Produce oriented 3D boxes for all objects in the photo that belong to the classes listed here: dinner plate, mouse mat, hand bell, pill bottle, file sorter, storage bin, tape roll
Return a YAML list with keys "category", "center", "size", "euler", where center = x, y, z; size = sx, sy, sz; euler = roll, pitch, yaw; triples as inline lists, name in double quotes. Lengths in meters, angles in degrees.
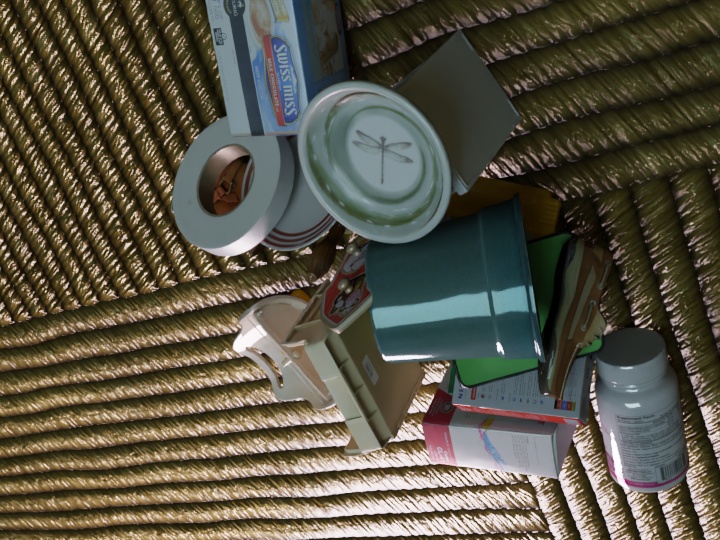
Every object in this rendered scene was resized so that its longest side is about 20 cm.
- category: "dinner plate"
  center: [-0.082, -0.123, 1.376]
  size: [0.197, 0.205, 0.024]
  euler: [-8, 158, 32]
- category: "mouse mat"
  center: [0.202, 0.051, 1.292]
  size: [0.196, 0.008, 0.164]
  euler: [-15, 87, 5]
- category: "hand bell"
  center: [-0.034, -0.052, 1.369]
  size: [0.102, 0.201, 0.106]
  euler: [13, 132, 14]
- category: "pill bottle"
  center: [0.381, 0.189, 1.362]
  size: [0.111, 0.114, 0.204]
  euler: [-2, 118, 28]
- category: "file sorter"
  center: [0.086, -0.176, 1.240]
  size: [0.124, 0.200, 0.140]
  euler: [-28, 105, 42]
- category: "storage bin"
  center: [-0.007, 0.136, 1.482]
  size: [0.092, 0.199, 0.203]
  euler: [-17, 111, 30]
- category: "tape roll"
  center: [-0.181, -0.121, 1.407]
  size: [0.199, 0.207, 0.037]
  euler: [-10, 159, 32]

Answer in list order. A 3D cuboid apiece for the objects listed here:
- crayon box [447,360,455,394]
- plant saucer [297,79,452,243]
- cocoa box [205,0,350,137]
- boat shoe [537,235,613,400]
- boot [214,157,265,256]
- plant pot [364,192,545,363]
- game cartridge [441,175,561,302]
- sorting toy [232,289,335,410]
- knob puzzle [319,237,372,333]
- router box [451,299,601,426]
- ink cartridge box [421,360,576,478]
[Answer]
- category: "crayon box"
  center: [0.214, 0.118, 1.401]
  size: [0.196, 0.130, 0.051]
  euler: [2, 164, 27]
- category: "plant saucer"
  center: [0.023, -0.129, 1.141]
  size: [0.197, 0.050, 0.203]
  euler: [18, 130, 23]
- category: "cocoa box"
  center: [-0.101, -0.287, 1.294]
  size: [0.129, 0.133, 0.204]
  euler: [2, 112, 26]
- category: "boat shoe"
  center: [0.271, 0.062, 1.245]
  size: [0.072, 0.076, 0.204]
  euler: [13, 89, 0]
- category: "boot"
  center: [-0.162, -0.140, 1.483]
  size: [0.155, 0.076, 0.201]
  euler: [46, 128, 9]
- category: "plant pot"
  center: [0.113, 0.024, 1.208]
  size: [0.192, 0.201, 0.204]
  euler: [-9, 116, 11]
- category: "game cartridge"
  center: [0.164, -0.021, 1.332]
  size: [0.173, 0.032, 0.205]
  euler: [13, 91, 20]
- category: "sorting toy"
  center: [-0.126, 0.136, 1.616]
  size: [0.201, 0.107, 0.179]
  euler: [49, 136, -8]
- category: "knob puzzle"
  center: [0.000, 0.000, 1.374]
  size: [0.030, 0.222, 0.218]
  euler: [41, 131, -19]
- category: "router box"
  center: [0.225, 0.094, 1.346]
  size: [0.176, 0.204, 0.049]
  euler: [4, 165, 26]
- category: "ink cartridge box"
  center: [0.206, 0.212, 1.448]
  size: [0.196, 0.148, 0.087]
  euler: [4, 124, 26]
